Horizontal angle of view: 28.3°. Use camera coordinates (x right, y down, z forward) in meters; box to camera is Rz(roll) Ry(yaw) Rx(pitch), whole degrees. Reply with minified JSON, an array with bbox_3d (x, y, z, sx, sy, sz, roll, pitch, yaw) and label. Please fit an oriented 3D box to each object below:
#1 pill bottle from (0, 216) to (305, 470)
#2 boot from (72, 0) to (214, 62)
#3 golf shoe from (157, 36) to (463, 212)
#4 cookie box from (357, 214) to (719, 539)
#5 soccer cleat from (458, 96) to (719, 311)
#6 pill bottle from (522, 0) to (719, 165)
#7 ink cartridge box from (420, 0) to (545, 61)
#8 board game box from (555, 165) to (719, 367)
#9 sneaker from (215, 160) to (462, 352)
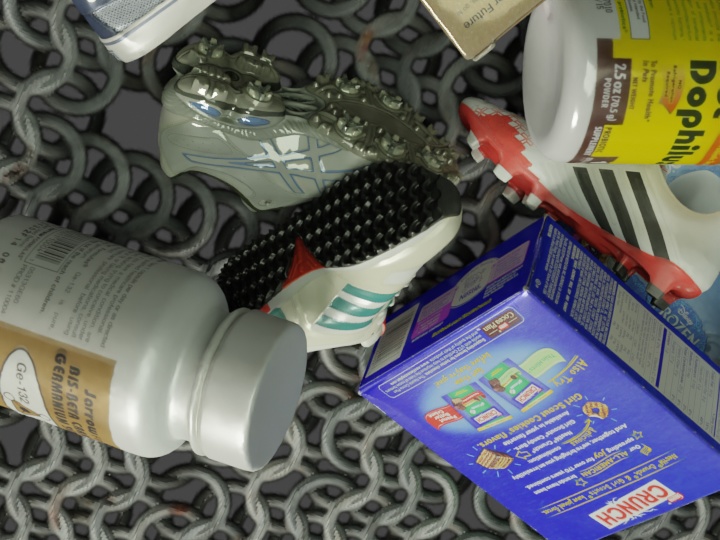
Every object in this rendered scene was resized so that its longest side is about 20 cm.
[{"bbox_3d":[-0.140,0.048,0.864,0.198,0.114,0.116,17,106,15],"label":"pill bottle"},{"bbox_3d":[-0.096,-0.218,0.851,0.199,0.073,0.090,-38,118,5],"label":"boot"},{"bbox_3d":[-0.035,-0.076,0.922,0.198,0.079,0.098,18,126,-12],"label":"golf shoe"},{"bbox_3d":[0.128,0.082,0.940,0.200,0.076,0.171,40,135,-17],"label":"cookie box"},{"bbox_3d":[0.151,-0.060,0.917,0.200,0.069,0.085,39,88,18],"label":"soccer cleat"},{"bbox_3d":[0.204,-0.118,0.857,0.198,0.109,0.110,0,108,-10],"label":"pill bottle"},{"bbox_3d":[0.085,-0.247,0.798,0.199,0.075,0.165,-38,112,9],"label":"ink cartridge box"},{"bbox_3d":[0.261,-0.014,0.979,0.199,0.043,0.200,-43,107,10],"label":"board game box"},{"bbox_3d":[0.000,0.001,0.912,0.199,0.071,0.093,-28,139,33],"label":"sneaker"}]
